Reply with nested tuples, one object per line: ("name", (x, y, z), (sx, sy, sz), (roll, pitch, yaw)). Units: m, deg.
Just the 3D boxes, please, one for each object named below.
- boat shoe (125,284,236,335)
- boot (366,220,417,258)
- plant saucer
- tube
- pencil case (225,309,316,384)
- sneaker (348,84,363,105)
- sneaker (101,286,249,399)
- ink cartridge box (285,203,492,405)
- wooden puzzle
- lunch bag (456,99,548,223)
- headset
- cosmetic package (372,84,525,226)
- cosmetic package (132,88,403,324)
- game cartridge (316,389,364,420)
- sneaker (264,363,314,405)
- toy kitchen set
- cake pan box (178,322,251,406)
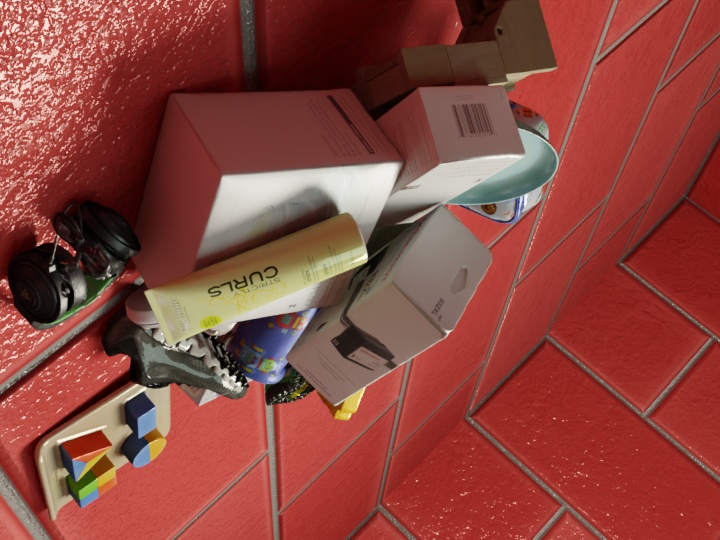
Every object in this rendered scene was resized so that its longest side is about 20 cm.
("boat shoe", (-0.154, 0.035, 1.093), (0.199, 0.072, 0.066), (-20, 121, -40))
("boot", (0.000, 0.000, 1.251), (0.200, 0.097, 0.075), (-57, 164, 13))
("plant saucer", (0.125, -0.129, 1.177), (0.200, 0.199, 0.028), (74, 17, -68))
("tube", (-0.092, 0.007, 0.936), (0.199, 0.058, 0.052), (-22, -173, -10))
("pencil case", (-0.088, 0.036, 1.212), (0.078, 0.087, 0.201), (18, 116, -22))
("sneaker", (-0.045, -0.138, 1.119), (0.200, 0.075, 0.082), (-44, 161, -15))
("sneaker", (-0.210, 0.100, 1.150), (0.090, 0.067, 0.200), (-40, 132, 8))
("ink cartridge box", (0.029, 0.038, 1.105), (0.200, 0.084, 0.145), (-37, -167, 44))
("wooden puzzle", (-0.300, 0.211, 1.258), (0.200, 0.046, 0.186), (-38, 158, -31))
("lunch bag", (0.139, -0.159, 1.303), (0.075, 0.200, 0.161), (-38, 141, -34))
("headset", (-0.244, 0.000, 0.909), (0.123, 0.094, 0.200), (-43, 171, -20))
("cosmetic package", (0.056, -0.111, 1.043), (0.112, 0.082, 0.200), (-9, 167, -32))
("cosmetic package", (-0.096, -0.060, 1.001), (0.199, 0.123, 0.200), (-8, 139, -34))
("game cartridge", (-0.026, 0.078, 1.367), (0.032, 0.200, 0.177), (14, 106, -24))
("sneaker", (-0.076, 0.103, 1.300), (0.078, 0.086, 0.200), (-6, 159, -37))
("toy kitchen set", (0.061, -0.255, 1.080), (0.199, 0.181, 0.163), (-15, 178, -35))
("cake pan box", (-0.137, 0.073, 1.356), (0.200, 0.052, 0.185), (-20, 143, -55))
